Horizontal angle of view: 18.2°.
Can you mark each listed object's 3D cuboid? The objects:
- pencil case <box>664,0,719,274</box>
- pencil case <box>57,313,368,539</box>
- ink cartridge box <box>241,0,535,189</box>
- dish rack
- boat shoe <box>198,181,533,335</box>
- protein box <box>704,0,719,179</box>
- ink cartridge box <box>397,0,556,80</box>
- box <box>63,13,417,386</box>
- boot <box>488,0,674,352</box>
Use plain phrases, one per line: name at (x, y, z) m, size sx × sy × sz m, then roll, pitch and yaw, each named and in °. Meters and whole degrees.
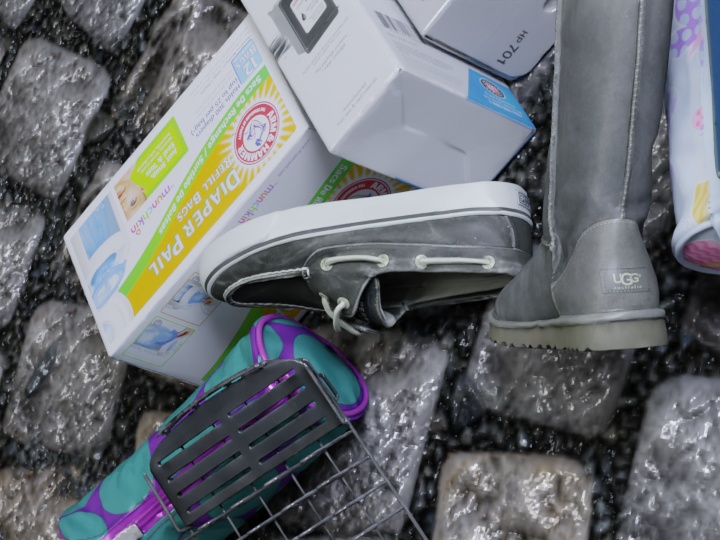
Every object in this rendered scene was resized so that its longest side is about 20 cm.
pencil case at (0.189, -0.097, 1.124) m, size 0.083 × 0.091 × 0.200 m, roll -4°, pitch 69°, yaw 7°
pencil case at (-0.088, 0.115, 1.330) m, size 0.085 × 0.092 × 0.200 m, roll 47°, pitch 113°, yaw 4°
ink cartridge box at (0.006, -0.136, 1.316) m, size 0.067 × 0.116 × 0.200 m, roll -50°, pitch 44°, yaw 22°
dish rack at (-0.036, 0.153, 1.226) m, size 0.153 × 0.055 × 0.200 m, roll -35°, pitch 85°, yaw 31°
boat shoe at (0.000, 0.000, 1.265) m, size 0.200 × 0.071 × 0.064 m, roll -12°, pitch 63°, yaw 21°
protein box at (0.273, -0.140, 1.017) m, size 0.200 × 0.135 × 0.199 m, roll -20°, pitch 61°, yaw 41°
ink cartridge box at (0.068, -0.232, 1.312) m, size 0.146 × 0.086 × 0.200 m, roll -50°, pitch 43°, yaw 21°
box at (-0.072, -0.038, 1.369) m, size 0.200 × 0.101 × 0.113 m, roll -48°, pitch 45°, yaw 22°
boot at (0.111, -0.061, 1.140) m, size 0.182 × 0.072 × 0.200 m, roll 175°, pitch 90°, yaw -70°
